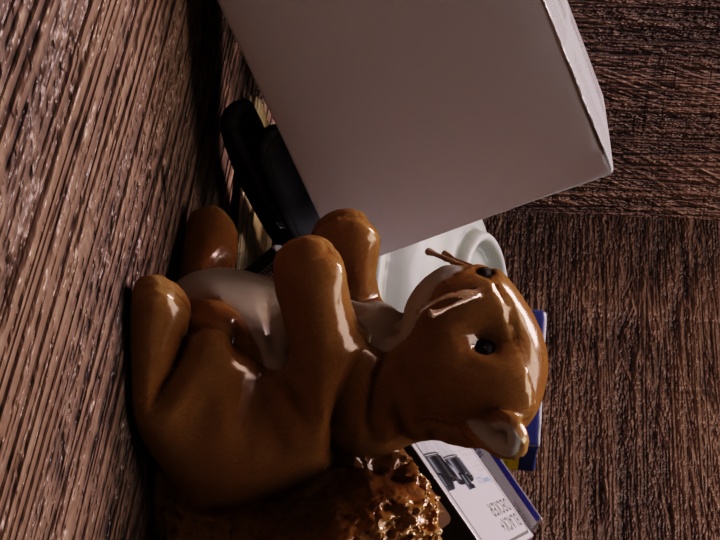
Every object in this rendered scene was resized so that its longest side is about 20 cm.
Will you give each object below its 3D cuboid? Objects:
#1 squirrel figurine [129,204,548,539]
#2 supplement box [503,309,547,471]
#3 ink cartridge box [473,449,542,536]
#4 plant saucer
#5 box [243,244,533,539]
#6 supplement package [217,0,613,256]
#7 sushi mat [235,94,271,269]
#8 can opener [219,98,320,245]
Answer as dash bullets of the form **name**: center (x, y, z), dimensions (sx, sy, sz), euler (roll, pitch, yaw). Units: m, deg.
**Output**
- **squirrel figurine**: center (-0.005, 0.073, 0.762), dimensions (0.142, 0.185, 0.202), euler (-60, 153, -79)
- **supplement box**: center (0.045, 0.090, 1.266), dimensions (0.109, 0.198, 0.111), euler (77, 17, -73)
- **ink cartridge box**: center (0.041, 0.198, 0.965), dimensions (0.201, 0.037, 0.095), euler (-57, -144, 17)
- **plant saucer**: center (0.058, 0.028, 1.018), dimensions (0.200, 0.050, 0.202), euler (0, 90, -68)
- **box**: center (0.005, 0.086, 0.870), dimensions (0.201, 0.060, 0.117), euler (55, 12, 14)
- **supplement package**: center (0.026, -0.131, 0.840), dimensions (0.111, 0.155, 0.201), euler (-77, 145, -64)
- **sushi mat**: center (-0.068, -0.001, 0.993), dimensions (0.096, 0.012, 0.202), euler (71, 22, -75)
- **can opener**: center (-0.041, -0.040, 0.939), dimensions (0.079, 0.063, 0.200), euler (-58, 151, -14)
